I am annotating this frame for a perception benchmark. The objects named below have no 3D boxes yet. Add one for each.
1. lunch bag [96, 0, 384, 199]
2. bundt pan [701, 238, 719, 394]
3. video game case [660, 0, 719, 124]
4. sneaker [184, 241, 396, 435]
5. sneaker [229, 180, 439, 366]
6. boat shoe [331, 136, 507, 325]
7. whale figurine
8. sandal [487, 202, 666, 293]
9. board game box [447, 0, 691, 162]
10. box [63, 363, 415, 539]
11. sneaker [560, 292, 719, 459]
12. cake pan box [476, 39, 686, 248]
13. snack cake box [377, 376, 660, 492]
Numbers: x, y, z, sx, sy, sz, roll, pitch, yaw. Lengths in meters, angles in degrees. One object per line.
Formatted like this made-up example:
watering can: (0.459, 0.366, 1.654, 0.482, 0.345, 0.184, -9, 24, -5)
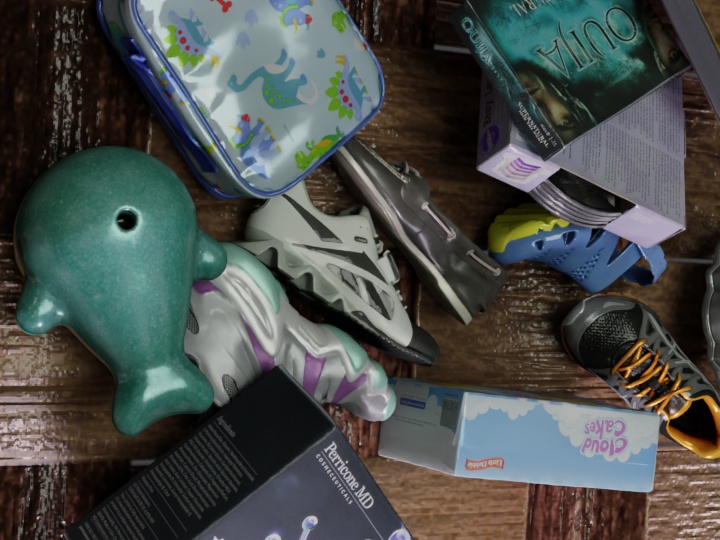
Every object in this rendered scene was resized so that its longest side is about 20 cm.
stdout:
lunch bag: (-0.089, -0.161, 1.289, 0.161, 0.082, 0.200, -43, 113, -23)
bundt pan: (0.392, 0.046, 1.570, 0.201, 0.076, 0.203, 9, 78, -44)
video game case: (0.279, -0.199, 1.471, 0.025, 0.181, 0.201, -26, 110, 14)
sneaker: (-0.077, 0.088, 1.319, 0.200, 0.078, 0.140, 39, 74, -17)
sneaker: (0.000, 0.000, 1.356, 0.200, 0.074, 0.089, 38, 75, -28)
boat shoe: (0.047, -0.043, 1.385, 0.057, 0.067, 0.200, -43, 120, -9)
whale figurine: (-0.161, 0.010, 1.221, 0.158, 0.104, 0.201, -16, 84, -22)
sandal: (0.194, -0.021, 1.475, 0.199, 0.079, 0.088, -8, 101, -29)
board game box: (0.170, -0.180, 1.388, 0.200, 0.028, 0.136, -33, 88, -43)
box: (-0.082, 0.197, 1.257, 0.200, 0.107, 0.149, -38, 123, -8)
sneaker: (0.251, 0.090, 1.501, 0.200, 0.077, 0.078, 36, 104, -27)
cake pan box: (0.182, -0.133, 1.426, 0.183, 0.052, 0.201, 20, 57, -26)
snack cake box: (0.128, 0.132, 1.418, 0.199, 0.115, 0.068, 9, 88, -32)
